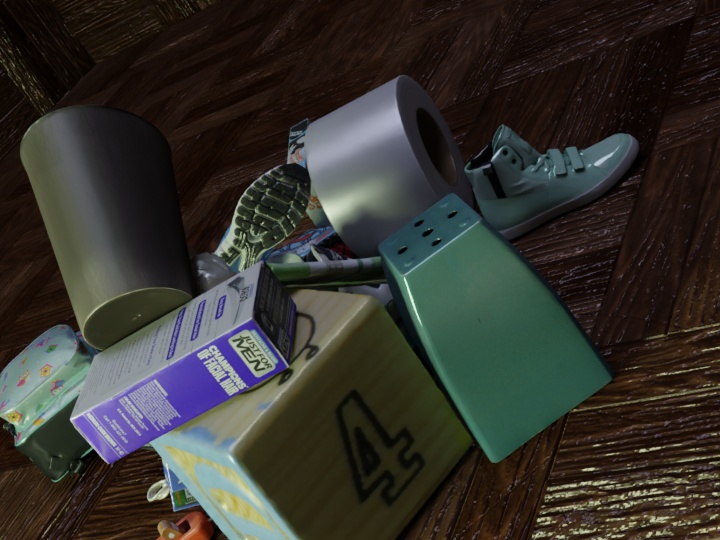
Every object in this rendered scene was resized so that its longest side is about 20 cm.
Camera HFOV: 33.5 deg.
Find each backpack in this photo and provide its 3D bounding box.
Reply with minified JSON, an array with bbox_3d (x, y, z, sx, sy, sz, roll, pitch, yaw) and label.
[{"bbox_3d":[-0.401,0.167,1.620,0.176,0.154,0.200,-43,18,-6],"label":"backpack"}]

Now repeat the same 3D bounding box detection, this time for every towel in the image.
[{"bbox_3d":[-0.025,-0.003,1.241,0.198,0.031,0.149,-4,-7,-26],"label":"towel"}]

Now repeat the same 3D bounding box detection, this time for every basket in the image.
[{"bbox_3d":[-0.237,-0.035,1.168,0.135,0.180,0.201,-30,59,16],"label":"basket"}]

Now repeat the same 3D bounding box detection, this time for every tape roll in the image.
[{"bbox_3d":[0.039,-0.127,1.514,0.138,0.203,0.203,-25,26,21],"label":"tape roll"}]

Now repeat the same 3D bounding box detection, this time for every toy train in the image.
[{"bbox_3d":[-0.192,0.242,1.321,0.150,0.056,0.200,-37,25,-4],"label":"toy train"}]

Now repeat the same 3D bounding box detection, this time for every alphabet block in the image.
[{"bbox_3d":[-0.051,0.155,1.130,0.200,0.197,0.195,-47,28,-25],"label":"alphabet block"}]

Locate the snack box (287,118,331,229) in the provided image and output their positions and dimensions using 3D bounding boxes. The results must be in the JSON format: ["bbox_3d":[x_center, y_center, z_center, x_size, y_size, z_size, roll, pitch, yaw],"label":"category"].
[{"bbox_3d":[-0.063,-0.135,1.763,0.037,0.117,0.201,-28,25,13],"label":"snack box"}]

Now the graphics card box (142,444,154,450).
[{"bbox_3d":[-0.202,0.158,1.384,0.199,0.125,0.051,-22,63,34],"label":"graphics card box"}]

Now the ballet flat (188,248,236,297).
[{"bbox_3d":[-0.167,0.011,1.232,0.069,0.070,0.200,-43,19,-17],"label":"ballet flat"}]

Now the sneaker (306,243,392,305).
[{"bbox_3d":[0.000,0.000,1.421,0.199,0.130,0.079,-39,26,-7],"label":"sneaker"}]

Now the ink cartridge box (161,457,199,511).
[{"bbox_3d":[-0.152,0.146,1.232,0.118,0.202,0.042,-11,14,-16],"label":"ink cartridge box"}]

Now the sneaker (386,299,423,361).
[{"bbox_3d":[0.069,0.061,1.316,0.079,0.078,0.200,19,43,21],"label":"sneaker"}]

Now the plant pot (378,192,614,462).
[{"bbox_3d":[0.112,0.039,1.122,0.141,0.201,0.141,-35,23,0],"label":"plant pot"}]

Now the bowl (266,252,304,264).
[{"bbox_3d":[-0.128,0.077,1.489,0.200,0.091,0.202,-31,24,15],"label":"bowl"}]

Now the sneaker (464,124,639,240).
[{"bbox_3d":[0.219,-0.130,1.388,0.199,0.119,0.074,-30,23,8],"label":"sneaker"}]

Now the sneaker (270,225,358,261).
[{"bbox_3d":[-0.073,-0.008,1.619,0.198,0.080,0.096,-21,17,11],"label":"sneaker"}]

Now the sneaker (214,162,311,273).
[{"bbox_3d":[-0.132,-0.052,1.486,0.201,0.078,0.089,-53,12,13],"label":"sneaker"}]

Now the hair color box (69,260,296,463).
[{"bbox_3d":[-0.157,0.082,1.085,0.199,0.065,0.110,-30,24,16],"label":"hair color box"}]

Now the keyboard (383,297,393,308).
[{"bbox_3d":[0.076,0.017,1.387,0.011,0.057,0.200,31,65,32],"label":"keyboard"}]
